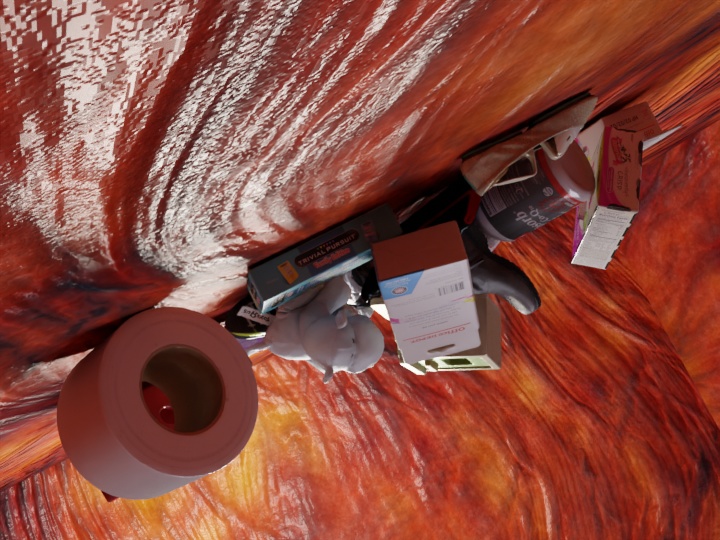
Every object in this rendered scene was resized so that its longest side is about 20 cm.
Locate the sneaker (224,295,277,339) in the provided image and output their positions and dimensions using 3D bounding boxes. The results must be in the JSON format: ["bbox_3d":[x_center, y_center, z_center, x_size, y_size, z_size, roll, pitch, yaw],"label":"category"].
[{"bbox_3d":[-0.126,0.079,1.378,0.200,0.074,0.081,-10,144,-39],"label":"sneaker"}]

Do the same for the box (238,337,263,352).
[{"bbox_3d":[-0.190,0.113,1.476,0.200,0.039,0.137,-18,-174,-40],"label":"box"}]

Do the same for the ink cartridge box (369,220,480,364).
[{"bbox_3d":[0.089,0.035,1.159,0.115,0.068,0.200,-14,141,3],"label":"ink cartridge box"}]

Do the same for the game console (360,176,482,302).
[{"bbox_3d":[0.091,-0.049,1.235,0.200,0.031,0.177,-38,-164,29],"label":"game console"}]

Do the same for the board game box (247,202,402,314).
[{"bbox_3d":[-0.052,-0.013,1.178,0.200,0.047,0.151,-26,175,-11],"label":"board game box"}]

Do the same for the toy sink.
[{"bbox_3d":[0.124,0.109,1.460,0.199,0.112,0.130,-3,163,18],"label":"toy sink"}]

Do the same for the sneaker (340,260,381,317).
[{"bbox_3d":[0.000,0.000,1.465,0.114,0.075,0.200,-55,156,-14],"label":"sneaker"}]

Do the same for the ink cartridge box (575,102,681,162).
[{"bbox_3d":[0.406,-0.207,1.435,0.115,0.068,0.200,-24,174,-31],"label":"ink cartridge box"}]

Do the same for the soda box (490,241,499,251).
[{"bbox_3d":[0.176,-0.044,1.468,0.200,0.064,0.068,-52,148,6],"label":"soda box"}]

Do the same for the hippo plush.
[{"bbox_3d":[-0.052,0.075,1.259,0.199,0.160,0.161,10,176,-34],"label":"hippo plush"}]

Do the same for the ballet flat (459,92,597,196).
[{"bbox_3d":[0.220,-0.154,1.111,0.200,0.062,0.067,-28,175,-5],"label":"ballet flat"}]

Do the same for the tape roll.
[{"bbox_3d":[-0.240,0.159,1.049,0.202,0.203,0.139,-23,173,-43],"label":"tape roll"}]

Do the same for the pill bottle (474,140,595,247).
[{"bbox_3d":[0.232,-0.112,1.297,0.200,0.116,0.116,-32,173,37],"label":"pill bottle"}]

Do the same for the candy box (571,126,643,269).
[{"bbox_3d":[0.372,-0.106,1.339,0.061,0.137,0.200,9,156,5],"label":"candy box"}]

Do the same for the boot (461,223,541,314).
[{"bbox_3d":[0.160,0.028,1.278,0.132,0.200,0.070,-53,-168,-21],"label":"boot"}]

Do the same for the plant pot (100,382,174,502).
[{"bbox_3d":[-0.379,0.269,1.513,0.200,0.183,0.200,-27,175,-3],"label":"plant pot"}]
